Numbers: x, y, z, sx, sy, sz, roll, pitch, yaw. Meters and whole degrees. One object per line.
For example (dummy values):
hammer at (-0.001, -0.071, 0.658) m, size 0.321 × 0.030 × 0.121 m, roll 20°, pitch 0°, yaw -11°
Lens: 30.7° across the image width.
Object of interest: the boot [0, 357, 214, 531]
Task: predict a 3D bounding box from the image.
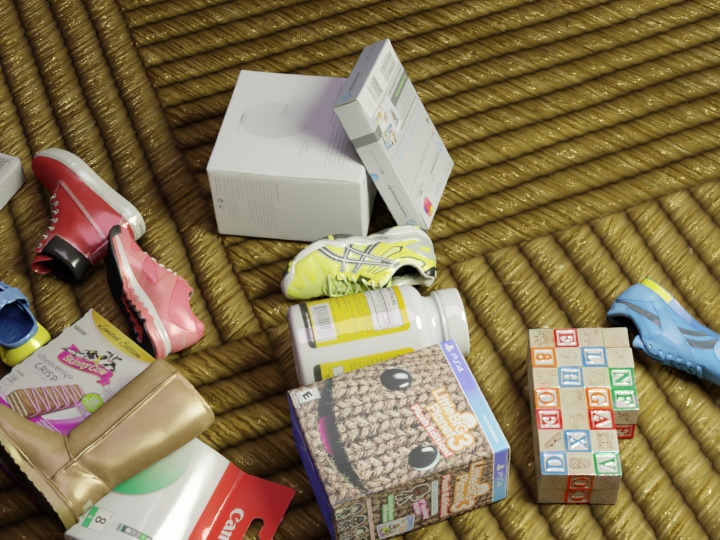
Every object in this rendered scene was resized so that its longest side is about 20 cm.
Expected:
boot at (-0.288, 0.161, 1.420) m, size 0.200 × 0.066 × 0.175 m, roll -38°, pitch 80°, yaw -26°

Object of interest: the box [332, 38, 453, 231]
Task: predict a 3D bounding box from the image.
box at (0.046, -0.170, 1.668) m, size 0.041 × 0.201 × 0.156 m, roll -16°, pitch 31°, yaw 29°

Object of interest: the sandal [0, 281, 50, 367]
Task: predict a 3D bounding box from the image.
sandal at (-0.447, 0.038, 1.586) m, size 0.079 × 0.087 × 0.199 m, roll -40°, pitch 42°, yaw -26°

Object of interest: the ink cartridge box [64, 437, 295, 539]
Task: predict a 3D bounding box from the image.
ink cartridge box at (-0.192, 0.258, 1.410) m, size 0.199 × 0.050 × 0.161 m, roll 14°, pitch 50°, yaw 18°

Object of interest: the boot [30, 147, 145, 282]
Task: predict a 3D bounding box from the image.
boot at (-0.397, -0.071, 1.707) m, size 0.200 × 0.073 × 0.144 m, roll 37°, pitch 61°, yaw 27°

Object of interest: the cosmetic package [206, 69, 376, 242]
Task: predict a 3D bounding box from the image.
cosmetic package at (-0.076, -0.148, 1.718) m, size 0.198 × 0.123 × 0.200 m, roll 5°, pitch 48°, yaw 10°

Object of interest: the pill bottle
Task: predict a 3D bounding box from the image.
pill bottle at (0.021, 0.078, 1.515) m, size 0.198 × 0.112 × 0.112 m, roll -10°, pitch 48°, yaw -5°

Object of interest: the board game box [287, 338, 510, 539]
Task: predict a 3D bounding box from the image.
board game box at (0.040, 0.189, 1.423) m, size 0.199 × 0.097 × 0.160 m, roll -17°, pitch 49°, yaw -11°

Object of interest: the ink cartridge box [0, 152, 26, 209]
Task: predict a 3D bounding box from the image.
ink cartridge box at (-0.577, -0.095, 1.755) m, size 0.175 × 0.045 × 0.200 m, roll 18°, pitch 51°, yaw 18°

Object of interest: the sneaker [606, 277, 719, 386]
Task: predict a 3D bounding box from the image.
sneaker at (0.369, 0.093, 1.517) m, size 0.078 × 0.066 × 0.200 m, roll -37°, pitch 55°, yaw -13°

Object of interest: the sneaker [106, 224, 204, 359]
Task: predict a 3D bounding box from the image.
sneaker at (-0.254, 0.025, 1.619) m, size 0.086 × 0.074 × 0.201 m, roll -14°, pitch 57°, yaw -25°

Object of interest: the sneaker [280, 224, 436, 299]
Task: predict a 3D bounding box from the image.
sneaker at (0.000, 0.000, 1.612) m, size 0.199 × 0.076 × 0.077 m, roll -16°, pitch 48°, yaw -9°

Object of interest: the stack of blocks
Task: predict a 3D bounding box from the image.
stack of blocks at (0.249, 0.159, 1.462) m, size 0.114 × 0.059 × 0.201 m, roll 0°, pitch 48°, yaw 3°

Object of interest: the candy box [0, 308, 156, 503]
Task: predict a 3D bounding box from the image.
candy box at (-0.337, 0.151, 1.505) m, size 0.136 × 0.061 × 0.200 m, roll 33°, pitch 57°, yaw 28°
